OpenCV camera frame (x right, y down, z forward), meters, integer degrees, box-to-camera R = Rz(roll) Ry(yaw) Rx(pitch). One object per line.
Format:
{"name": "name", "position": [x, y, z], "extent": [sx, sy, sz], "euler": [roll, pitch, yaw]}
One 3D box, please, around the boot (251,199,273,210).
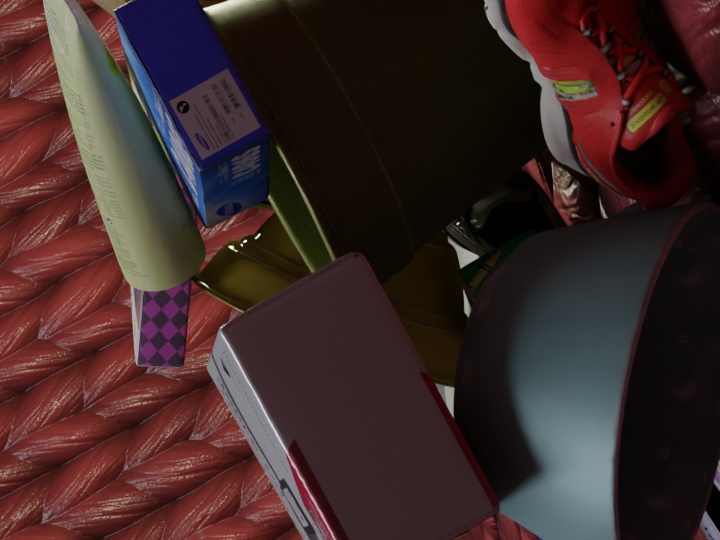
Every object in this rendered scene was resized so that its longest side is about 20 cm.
{"name": "boot", "position": [-0.012, -0.121, 1.563], "extent": [0.200, 0.187, 0.069], "euler": [88, 180, -57]}

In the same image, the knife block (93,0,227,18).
{"name": "knife block", "position": [-0.075, -0.134, 1.684], "extent": [0.064, 0.199, 0.176], "euler": [-179, 80, -72]}

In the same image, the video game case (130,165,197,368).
{"name": "video game case", "position": [-0.123, -0.072, 1.579], "extent": [0.182, 0.036, 0.201], "euler": [-101, 16, -54]}

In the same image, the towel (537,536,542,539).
{"name": "towel", "position": [0.122, 0.158, 1.587], "extent": [0.200, 0.023, 0.144], "euler": [57, 176, -1]}

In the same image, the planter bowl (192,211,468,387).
{"name": "planter bowl", "position": [0.000, 0.000, 1.584], "extent": [0.200, 0.084, 0.200], "euler": [21, -173, -3]}

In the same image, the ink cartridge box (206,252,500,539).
{"name": "ink cartridge box", "position": [-0.009, 0.083, 1.294], "extent": [0.146, 0.083, 0.200], "euler": [60, 172, 4]}

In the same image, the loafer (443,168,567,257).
{"name": "loafer", "position": [0.107, -0.028, 1.673], "extent": [0.200, 0.072, 0.063], "euler": [48, 170, 18]}

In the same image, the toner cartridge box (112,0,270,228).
{"name": "toner cartridge box", "position": [-0.088, -0.086, 1.347], "extent": [0.095, 0.043, 0.200], "euler": [63, 175, 6]}

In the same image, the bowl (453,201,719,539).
{"name": "bowl", "position": [0.115, 0.057, 1.279], "extent": [0.105, 0.201, 0.201], "euler": [10, 148, 22]}

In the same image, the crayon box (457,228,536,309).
{"name": "crayon box", "position": [0.132, 0.085, 1.568], "extent": [0.119, 0.058, 0.200], "euler": [57, 174, 45]}

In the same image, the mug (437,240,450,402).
{"name": "mug", "position": [0.047, 0.021, 1.862], "extent": [0.147, 0.200, 0.176], "euler": [-7, 106, 38]}

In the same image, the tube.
{"name": "tube", "position": [-0.136, -0.077, 1.394], "extent": [0.058, 0.052, 0.201], "euler": [7, 135, 30]}

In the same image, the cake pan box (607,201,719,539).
{"name": "cake pan box", "position": [0.201, 0.085, 1.481], "extent": [0.200, 0.052, 0.184], "euler": [59, 177, 30]}

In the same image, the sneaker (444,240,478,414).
{"name": "sneaker", "position": [0.116, 0.008, 1.790], "extent": [0.071, 0.099, 0.201], "euler": [-173, 85, -71]}

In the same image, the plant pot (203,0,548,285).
{"name": "plant pot", "position": [0.029, -0.104, 1.397], "extent": [0.201, 0.189, 0.200], "euler": [60, 175, 9]}

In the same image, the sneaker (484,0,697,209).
{"name": "sneaker", "position": [0.125, -0.104, 1.233], "extent": [0.085, 0.077, 0.200], "euler": [42, 169, 40]}
